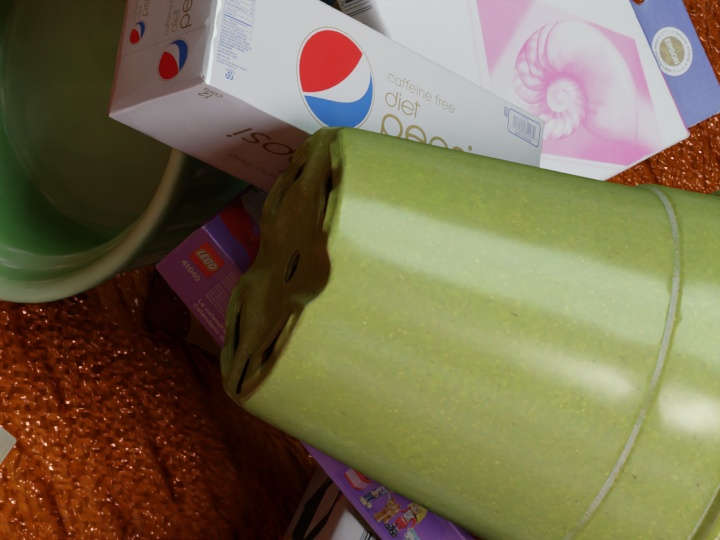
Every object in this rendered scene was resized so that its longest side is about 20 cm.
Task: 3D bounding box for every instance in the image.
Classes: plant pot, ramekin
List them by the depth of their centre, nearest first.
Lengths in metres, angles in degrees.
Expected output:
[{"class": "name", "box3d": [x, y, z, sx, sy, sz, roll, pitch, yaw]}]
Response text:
[{"class": "plant pot", "box3d": [0.049, 0.028, 1.253, 0.190, 0.200, 0.200, 19, 39, -16]}, {"class": "ramekin", "box3d": [-0.132, -0.089, 1.403, 0.200, 0.200, 0.098, 54, 29, 17]}]

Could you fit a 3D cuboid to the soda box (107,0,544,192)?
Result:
[{"class": "soda box", "box3d": [-0.011, -0.066, 1.316, 0.200, 0.068, 0.064, 26, 63, -38]}]

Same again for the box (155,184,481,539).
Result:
[{"class": "box", "box3d": [0.013, 0.039, 1.368, 0.200, 0.039, 0.137, 50, 36, -1]}]

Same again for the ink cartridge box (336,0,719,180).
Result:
[{"class": "ink cartridge box", "box3d": [0.089, -0.138, 1.542, 0.200, 0.043, 0.197, -27, 96, -27]}]

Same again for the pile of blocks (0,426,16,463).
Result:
[{"class": "pile of blocks", "box3d": [-0.208, 0.108, 1.208, 0.062, 0.082, 0.200, 39, 35, -4]}]

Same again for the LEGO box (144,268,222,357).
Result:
[{"class": "LEGO box", "box3d": [0.000, 0.000, 1.535, 0.200, 0.077, 0.149, 29, 37, -18]}]

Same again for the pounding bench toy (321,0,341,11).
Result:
[{"class": "pounding bench toy", "box3d": [-0.010, -0.139, 1.607, 0.200, 0.156, 0.124, 24, 38, -23]}]

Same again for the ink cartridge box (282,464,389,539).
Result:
[{"class": "ink cartridge box", "box3d": [0.033, 0.161, 1.387, 0.146, 0.083, 0.200, 38, 34, -7]}]
